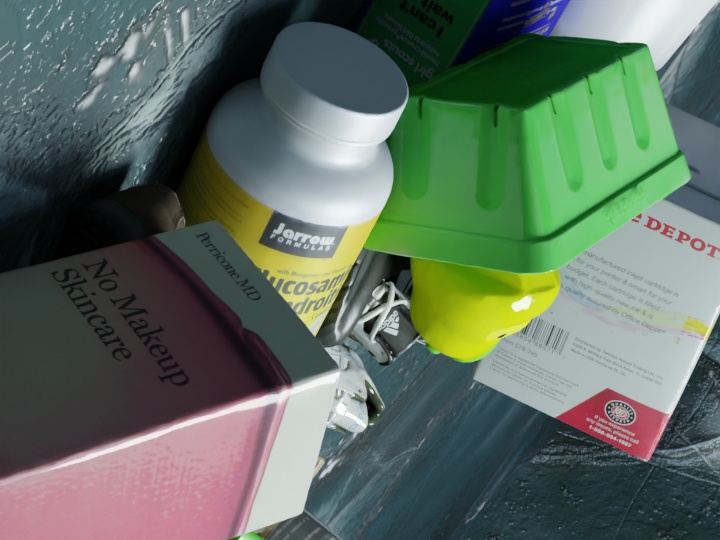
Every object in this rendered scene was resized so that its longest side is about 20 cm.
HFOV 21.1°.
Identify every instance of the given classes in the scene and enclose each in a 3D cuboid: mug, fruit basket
[{"bbox_3d":[0.196,-0.220,1.357,0.154,0.149,0.186,-59,166,18],"label":"mug"},{"bbox_3d":[0.096,-0.029,1.187,0.215,0.154,0.218,-19,113,-53],"label":"fruit basket"}]

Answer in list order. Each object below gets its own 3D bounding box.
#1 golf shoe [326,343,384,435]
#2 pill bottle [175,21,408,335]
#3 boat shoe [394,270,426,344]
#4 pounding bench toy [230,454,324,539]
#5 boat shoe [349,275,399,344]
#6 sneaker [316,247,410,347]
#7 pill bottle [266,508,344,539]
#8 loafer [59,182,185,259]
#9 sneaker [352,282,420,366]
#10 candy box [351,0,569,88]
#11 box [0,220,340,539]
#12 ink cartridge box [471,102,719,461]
[{"bbox_3d":[-0.032,0.086,1.514,0.079,0.097,0.200,-52,165,10],"label":"golf shoe"},{"bbox_3d":[-0.048,-0.039,1.111,0.112,0.112,0.201,-34,158,-51],"label":"pill bottle"},{"bbox_3d":[0.071,0.023,1.432,0.073,0.069,0.200,-1,154,-13],"label":"boat shoe"},{"bbox_3d":[-0.094,0.154,1.261,0.125,0.200,0.156,-51,167,1],"label":"pounding bench toy"},{"bbox_3d":[0.008,0.022,1.548,0.066,0.071,0.201,-58,171,3],"label":"boat shoe"},{"bbox_3d":[0.014,-0.025,1.251,0.076,0.091,0.201,-17,-141,41],"label":"sneaker"},{"bbox_3d":[-0.090,0.206,1.400,0.116,0.199,0.116,-49,167,-16],"label":"pill bottle"},{"bbox_3d":[-0.132,0.030,1.090,0.071,0.073,0.201,-38,161,-41],"label":"loafer"},{"bbox_3d":[0.000,0.000,1.354,0.076,0.115,0.201,-48,166,-6],"label":"sneaker"},{"bbox_3d":[0.095,-0.210,1.219,0.169,0.077,0.201,-29,153,-59],"label":"candy box"},{"bbox_3d":[-0.130,0.071,0.952,0.199,0.128,0.110,-16,139,-34],"label":"box"},{"bbox_3d":[0.191,-0.003,1.376,0.145,0.144,0.201,-50,163,-55],"label":"ink cartridge box"}]
